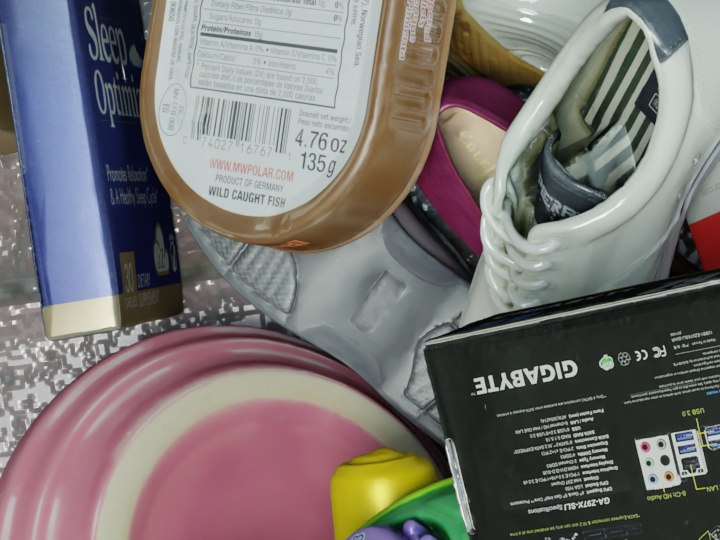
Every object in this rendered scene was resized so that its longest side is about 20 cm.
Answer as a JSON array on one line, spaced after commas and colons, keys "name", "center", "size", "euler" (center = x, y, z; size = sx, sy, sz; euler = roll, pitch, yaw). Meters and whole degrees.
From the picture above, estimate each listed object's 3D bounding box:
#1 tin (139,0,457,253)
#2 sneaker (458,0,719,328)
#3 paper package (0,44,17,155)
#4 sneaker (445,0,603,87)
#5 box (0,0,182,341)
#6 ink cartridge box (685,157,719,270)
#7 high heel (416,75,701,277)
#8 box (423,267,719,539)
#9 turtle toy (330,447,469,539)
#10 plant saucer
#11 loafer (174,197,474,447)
[{"name": "tin", "center": [-0.019, -0.106, 0.909], "size": [0.112, 0.042, 0.201], "euler": [10, 93, 30]}, {"name": "sneaker", "center": [0.066, -0.018, 0.854], "size": [0.073, 0.071, 0.200], "euler": [44, 127, 32]}, {"name": "paper package", "center": [-0.190, -0.129, 0.914], "size": [0.103, 0.200, 0.191], "euler": [-5, 91, 6]}, {"name": "sneaker", "center": [0.063, -0.114, 0.963], "size": [0.200, 0.076, 0.088], "euler": [22, 72, 7]}, {"name": "box", "center": [-0.103, -0.078, 0.946], "size": [0.032, 0.121, 0.201], "euler": [-10, 91, 7]}, {"name": "ink cartridge box", "center": [0.159, -0.071, 0.887], "size": [0.116, 0.067, 0.200], "euler": [-14, 83, -36]}, {"name": "high heel", "center": [0.091, 0.011, 0.941], "size": [0.200, 0.096, 0.067], "euler": [41, 94, 3]}, {"name": "box", "center": [0.126, 0.075, 0.718], "size": [0.200, 0.049, 0.160], "euler": [-13, 93, 32]}, {"name": "turtle toy", "center": [0.023, 0.132, 0.841], "size": [0.199, 0.101, 0.146], "euler": [-7, 91, 10]}, {"name": "plant saucer", "center": [-0.035, 0.113, 0.925], "size": [0.200, 0.051, 0.201], "euler": [9, 69, -25]}, {"name": "loafer", "center": [0.000, 0.000, 0.971], "size": [0.200, 0.063, 0.072], "euler": [44, 94, 12]}]
